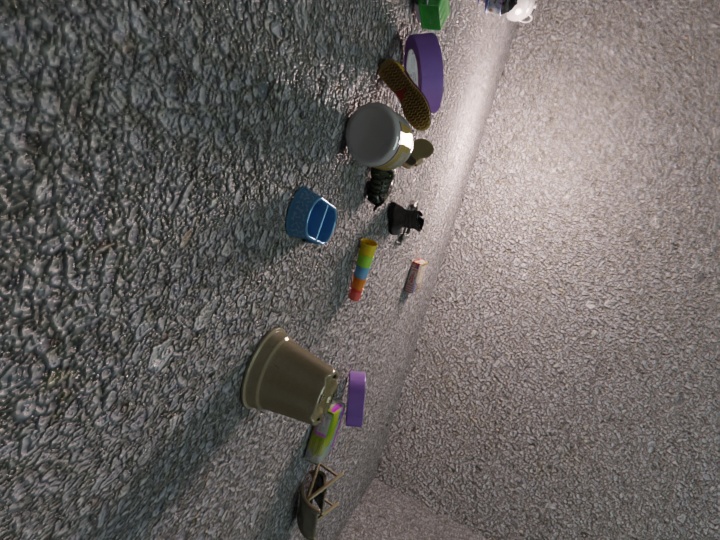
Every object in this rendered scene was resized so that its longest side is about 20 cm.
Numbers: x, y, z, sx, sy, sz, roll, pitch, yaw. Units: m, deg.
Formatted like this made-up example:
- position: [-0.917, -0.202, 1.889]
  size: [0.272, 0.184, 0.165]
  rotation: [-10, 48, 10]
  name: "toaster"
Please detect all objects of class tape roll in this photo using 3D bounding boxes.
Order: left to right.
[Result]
- position: [-0.020, 0.501, 2.071]
  size: [0.200, 0.063, 0.209]
  rotation: [-175, -90, -89]
  name: "tape roll"
- position: [0.171, -0.537, 1.457]
  size: [0.200, 0.063, 0.209]
  rotation: [172, -89, -83]
  name: "tape roll"

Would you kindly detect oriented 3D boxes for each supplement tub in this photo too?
- position: [0.055, -0.333, 1.344]
  size: [0.199, 0.141, 0.151]
  rotation: [-17, 126, -70]
  name: "supplement tub"

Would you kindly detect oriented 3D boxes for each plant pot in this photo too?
- position: [-0.156, 0.267, 1.260]
  size: [0.203, 0.178, 0.204]
  rotation: [-58, 160, -35]
  name: "plant pot"

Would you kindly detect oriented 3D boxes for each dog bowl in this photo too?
- position: [-0.106, -0.118, 1.217]
  size: [0.200, 0.048, 0.115]
  rotation: [23, 86, -75]
  name: "dog bowl"

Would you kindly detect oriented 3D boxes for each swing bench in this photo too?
- position: [-0.170, 0.882, 2.044]
  size: [0.199, 0.126, 0.205]
  rotation: [-41, 148, -50]
  name: "swing bench"

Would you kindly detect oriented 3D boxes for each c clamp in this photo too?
- position: [0.202, -0.197, 2.219]
  size: [0.170, 0.026, 0.207]
  rotation: [22, 88, -74]
  name: "c clamp"

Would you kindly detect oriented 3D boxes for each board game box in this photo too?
- position: [0.288, 0.027, 2.738]
  size: [0.199, 0.045, 0.157]
  rotation: [-13, 121, -72]
  name: "board game box"

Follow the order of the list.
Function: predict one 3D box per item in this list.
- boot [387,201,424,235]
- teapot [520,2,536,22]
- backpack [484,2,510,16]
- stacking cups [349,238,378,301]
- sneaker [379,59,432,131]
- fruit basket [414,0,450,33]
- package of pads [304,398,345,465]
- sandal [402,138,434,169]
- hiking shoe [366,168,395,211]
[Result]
- position: [0.170, -0.168, 1.951]
  size: [0.072, 0.128, 0.201]
  rotation: [-65, 163, -14]
  name: "boot"
- position: [0.877, -1.434, 2.856]
  size: [0.201, 0.141, 0.203]
  rotation: [-51, 155, -51]
  name: "teapot"
- position: [0.544, -1.114, 2.089]
  size: [0.203, 0.148, 0.195]
  rotation: [76, 29, -53]
  name: "backpack"
- position: [0.000, 0.000, 1.727]
  size: [0.060, 0.059, 0.206]
  rotation: [-34, 146, -63]
  name: "stacking cups"
- position: [0.127, -0.461, 1.384]
  size: [0.074, 0.203, 0.090]
  rotation: [-29, -170, 24]
  name: "sneaker"
- position: [0.205, -0.788, 1.471]
  size: [0.185, 0.090, 0.209]
  rotation: [41, 55, -74]
  name: "fruit basket"
- position: [-0.128, 0.587, 1.936]
  size: [0.154, 0.066, 0.208]
  rotation: [1, 107, -74]
  name: "package of pads"
- position: [0.187, -0.403, 1.895]
  size: [0.069, 0.078, 0.211]
  rotation: [-41, -178, 44]
  name: "sandal"
- position: [0.058, -0.252, 1.573]
  size: [0.201, 0.073, 0.104]
  rotation: [73, 37, -66]
  name: "hiking shoe"
